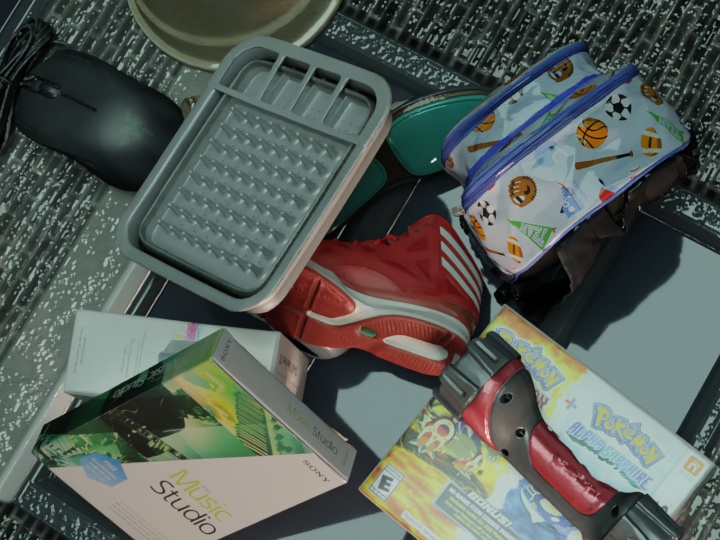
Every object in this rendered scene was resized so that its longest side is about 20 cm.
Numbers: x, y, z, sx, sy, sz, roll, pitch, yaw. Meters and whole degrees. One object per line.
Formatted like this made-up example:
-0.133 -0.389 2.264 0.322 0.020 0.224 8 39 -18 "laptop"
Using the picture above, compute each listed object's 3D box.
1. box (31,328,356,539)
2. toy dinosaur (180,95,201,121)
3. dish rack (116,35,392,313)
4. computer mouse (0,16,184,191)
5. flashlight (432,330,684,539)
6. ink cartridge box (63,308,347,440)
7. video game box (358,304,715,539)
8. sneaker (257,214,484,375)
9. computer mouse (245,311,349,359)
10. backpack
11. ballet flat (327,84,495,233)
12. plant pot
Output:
-0.123 0.132 1.162 0.200 0.144 0.036 -29 28 33 "box"
-0.067 -0.087 1.234 0.088 0.047 0.200 -39 46 -3 "toy dinosaur"
-0.072 -0.067 1.170 0.171 0.044 0.200 25 77 38 "dish rack"
-0.234 -0.129 1.316 0.200 0.053 0.139 22 80 18 "computer mouse"
0.143 0.132 1.140 0.200 0.068 0.068 43 84 18 "flashlight"
-0.110 0.081 1.217 0.199 0.117 0.068 7 78 10 "ink cartridge box"
0.131 0.156 1.194 0.200 0.047 0.182 37 84 16 "video game box"
0.000 0.000 1.228 0.200 0.078 0.116 24 47 0 "sneaker"
-0.082 -0.006 1.270 0.200 0.044 0.110 34 84 16 "computer mouse"
0.151 -0.077 1.157 0.200 0.191 0.154 -43 92 0 "backpack"
0.018 -0.097 1.260 0.200 0.073 0.073 -31 74 2 "ballet flat"
-0.120 -0.281 1.268 0.200 0.183 0.201 -2 77 10 "plant pot"
